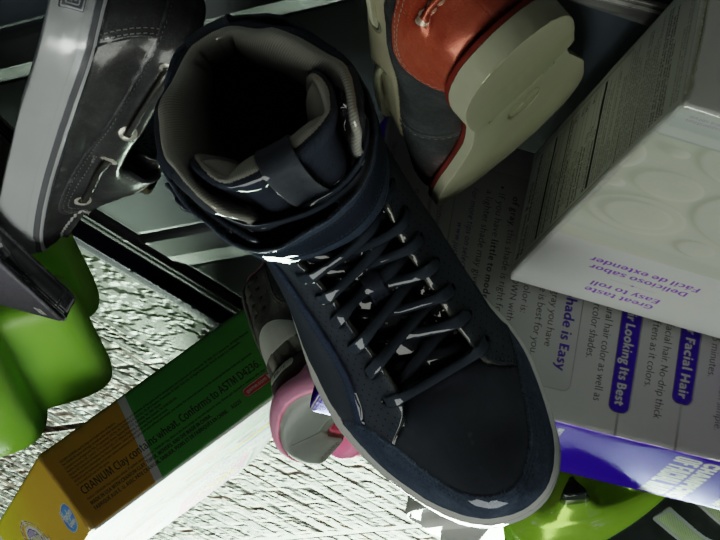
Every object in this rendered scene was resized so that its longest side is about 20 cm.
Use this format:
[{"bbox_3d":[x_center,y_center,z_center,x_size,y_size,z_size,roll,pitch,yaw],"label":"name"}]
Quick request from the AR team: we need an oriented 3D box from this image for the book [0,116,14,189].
[{"bbox_3d":[-0.234,-0.073,1.158,0.133,0.048,0.200,4,156,25],"label":"book"}]

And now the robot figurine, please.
[{"bbox_3d":[-0.213,0.038,1.271,0.199,0.176,0.116,-17,141,3],"label":"robot figurine"}]

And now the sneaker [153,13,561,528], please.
[{"bbox_3d":[-0.002,0.000,1.017,0.077,0.203,0.146,-33,172,1],"label":"sneaker"}]

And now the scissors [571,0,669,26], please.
[{"bbox_3d":[0.159,-0.077,1.026,0.200,0.014,0.073,23,157,-26],"label":"scissors"}]

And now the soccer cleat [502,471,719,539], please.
[{"bbox_3d":[0.152,0.085,1.233,0.199,0.068,0.081,-12,141,-12],"label":"soccer cleat"}]

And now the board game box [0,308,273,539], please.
[{"bbox_3d":[-0.095,0.087,1.350,0.040,0.153,0.200,51,155,6],"label":"board game box"}]

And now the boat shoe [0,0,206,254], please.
[{"bbox_3d":[-0.096,-0.058,1.114,0.066,0.070,0.200,14,149,-7],"label":"boat shoe"}]

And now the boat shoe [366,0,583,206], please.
[{"bbox_3d":[0.034,-0.074,1.016,0.063,0.071,0.200,46,175,9],"label":"boat shoe"}]

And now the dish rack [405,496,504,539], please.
[{"bbox_3d":[0.129,0.118,1.366,0.200,0.044,0.171,-11,154,40],"label":"dish rack"}]

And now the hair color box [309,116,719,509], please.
[{"bbox_3d":[0.089,0.021,1.156,0.199,0.110,0.065,14,158,-8],"label":"hair color box"}]

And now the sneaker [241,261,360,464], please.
[{"bbox_3d":[0.030,0.026,1.251,0.200,0.096,0.079,3,138,-44],"label":"sneaker"}]

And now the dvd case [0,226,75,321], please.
[{"bbox_3d":[-0.226,-0.036,1.154,0.199,0.016,0.149,14,161,30],"label":"dvd case"}]

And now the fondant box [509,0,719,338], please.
[{"bbox_3d":[0.152,-0.031,1.047,0.144,0.058,0.200,16,161,-9],"label":"fondant box"}]
